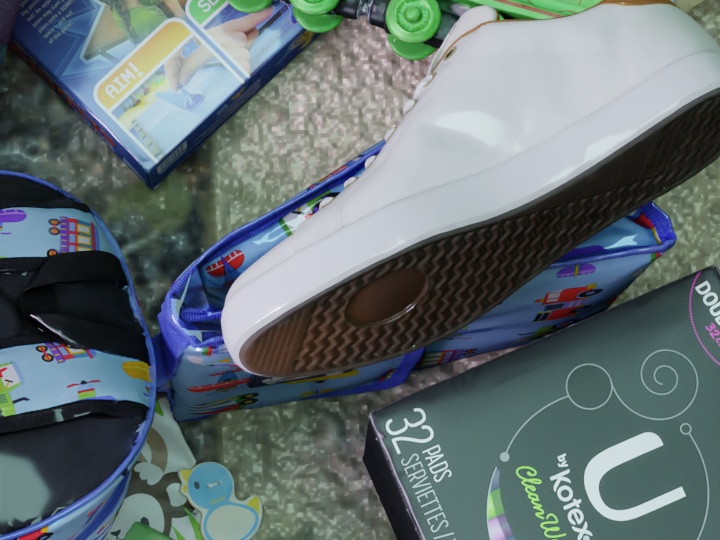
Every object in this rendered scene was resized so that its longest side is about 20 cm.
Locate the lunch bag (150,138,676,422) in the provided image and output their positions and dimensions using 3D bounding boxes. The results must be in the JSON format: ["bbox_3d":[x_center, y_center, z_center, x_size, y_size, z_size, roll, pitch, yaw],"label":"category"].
[{"bbox_3d":[0.000,0.000,0.902,0.200,0.151,0.094,-21,80,-9],"label":"lunch bag"}]

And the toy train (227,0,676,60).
[{"bbox_3d":[0.035,-0.112,0.946,0.200,0.042,0.056,16,83,4],"label":"toy train"}]

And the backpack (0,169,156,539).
[{"bbox_3d":[-0.174,0.059,0.859,0.200,0.135,0.183,-15,54,-9],"label":"backpack"}]

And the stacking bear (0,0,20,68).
[{"bbox_3d":[-0.208,-0.071,0.923,0.121,0.114,0.200,17,114,-35],"label":"stacking bear"}]

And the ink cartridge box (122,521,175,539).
[{"bbox_3d":[-0.033,0.182,0.842,0.200,0.067,0.117,21,74,44],"label":"ink cartridge box"}]

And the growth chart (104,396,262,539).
[{"bbox_3d":[-0.111,0.119,0.951,0.145,0.018,0.200,-36,83,-8],"label":"growth chart"}]

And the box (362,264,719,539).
[{"bbox_3d":[0.105,0.125,0.901,0.148,0.124,0.200,-24,79,-5],"label":"box"}]

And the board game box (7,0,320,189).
[{"bbox_3d":[-0.063,-0.151,0.994,0.200,0.034,0.135,-43,83,-9],"label":"board game box"}]

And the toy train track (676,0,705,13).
[{"bbox_3d":[0.086,-0.142,0.984,0.115,0.033,0.200,-29,95,-7],"label":"toy train track"}]

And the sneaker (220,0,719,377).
[{"bbox_3d":[0.031,-0.035,0.809,0.200,0.073,0.085,-29,61,-11],"label":"sneaker"}]
